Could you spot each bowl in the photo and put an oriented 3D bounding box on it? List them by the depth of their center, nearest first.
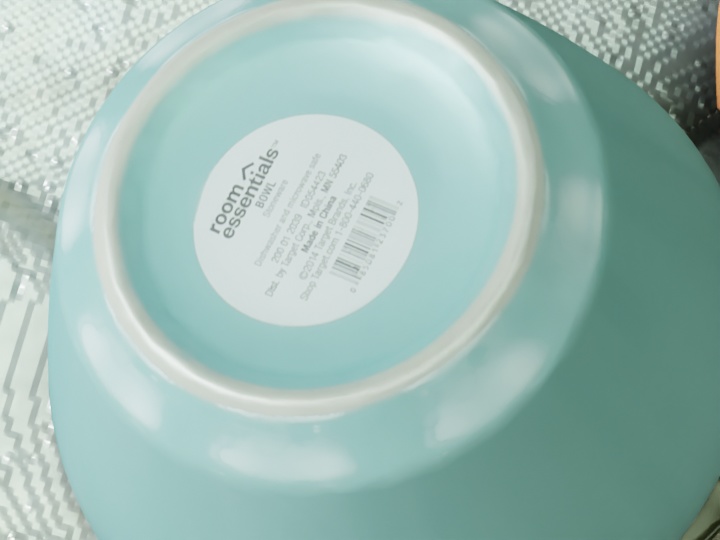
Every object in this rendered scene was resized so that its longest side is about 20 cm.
[{"bbox_3d":[0.000,0.000,0.751,0.201,0.105,0.201,-4,67,10],"label":"bowl"}]

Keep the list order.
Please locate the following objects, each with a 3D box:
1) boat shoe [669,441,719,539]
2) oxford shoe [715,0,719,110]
[{"bbox_3d":[0.112,0.137,0.792,0.073,0.063,0.201,-26,84,4],"label":"boat shoe"},{"bbox_3d":[0.145,-0.008,0.800,0.071,0.073,0.200,21,61,-48],"label":"oxford shoe"}]
